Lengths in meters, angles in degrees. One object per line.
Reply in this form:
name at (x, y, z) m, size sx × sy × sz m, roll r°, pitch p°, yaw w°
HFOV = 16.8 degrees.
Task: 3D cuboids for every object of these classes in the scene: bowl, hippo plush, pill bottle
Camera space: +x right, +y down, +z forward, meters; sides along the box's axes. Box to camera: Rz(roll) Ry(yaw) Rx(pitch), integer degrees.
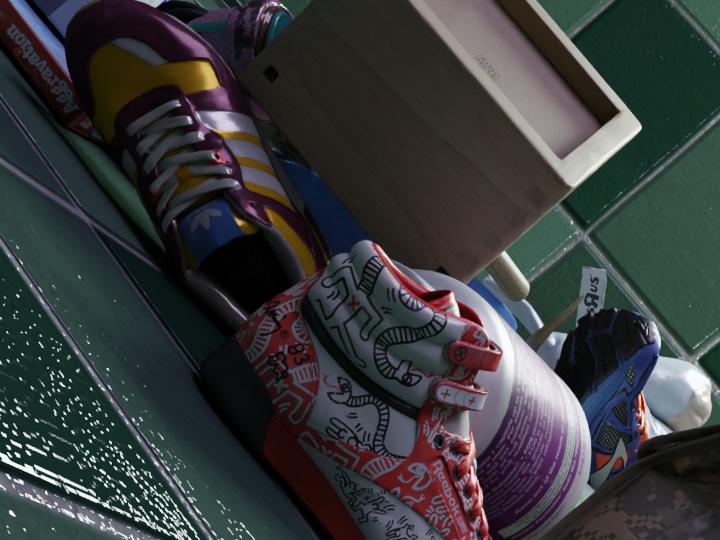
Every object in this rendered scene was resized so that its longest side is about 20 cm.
bowl at (0.000, 0.000, 1.462) m, size 0.200 × 0.040 × 0.201 m, roll 31°, pitch -9°, yaw 6°
hippo plush at (0.177, 0.113, 1.653) m, size 0.161 × 0.158 × 0.202 m, roll -117°, pitch -157°, yaw -73°
pill bottle at (0.034, 0.066, 1.190) m, size 0.112 × 0.112 × 0.200 m, roll 52°, pitch 4°, yaw 30°

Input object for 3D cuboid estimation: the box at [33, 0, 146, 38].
box at (-0.137, -0.136, 1.387) m, size 0.200 × 0.041 × 0.156 m, roll 49°, pitch 5°, yaw -14°

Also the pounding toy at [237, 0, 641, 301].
pounding toy at (0.048, -0.070, 1.304) m, size 0.184 × 0.142 × 0.200 m, roll 49°, pitch 25°, yaw 2°

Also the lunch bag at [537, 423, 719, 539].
lunch bag at (0.173, 0.166, 1.177) m, size 0.164 × 0.200 × 0.118 m, roll 44°, pitch 7°, yaw -46°

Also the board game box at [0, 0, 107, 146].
board game box at (-0.156, -0.108, 1.344) m, size 0.103 × 0.019 × 0.200 m, roll 53°, pitch 5°, yaw 11°

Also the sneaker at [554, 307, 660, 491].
sneaker at (0.153, 0.094, 1.495) m, size 0.201 × 0.078 × 0.076 m, roll 107°, pitch -9°, yaw -51°

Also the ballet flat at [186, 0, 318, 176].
ballet flat at (-0.044, -0.100, 1.378) m, size 0.071 × 0.070 × 0.200 m, roll 9°, pitch -15°, yaw 25°

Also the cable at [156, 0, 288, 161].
cable at (-0.077, -0.100, 1.531) m, size 0.199 × 0.051 × 0.164 m, roll 25°, pitch -24°, yaw 41°

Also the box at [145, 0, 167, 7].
box at (-0.201, -0.267, 1.687) m, size 0.184 × 0.105 × 0.200 m, roll 49°, pitch 5°, yaw 2°

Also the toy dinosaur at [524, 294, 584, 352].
toy dinosaur at (0.084, 0.087, 1.510) m, size 0.058 × 0.102 × 0.200 m, roll 14°, pitch -28°, yaw -3°

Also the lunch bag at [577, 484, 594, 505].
lunch bag at (0.104, 0.155, 1.376) m, size 0.160 × 0.077 × 0.200 m, roll 46°, pitch 5°, yaw -25°

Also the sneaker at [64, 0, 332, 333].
sneaker at (-0.078, -0.047, 1.204) m, size 0.200 × 0.075 × 0.090 m, roll 52°, pitch 12°, yaw -11°

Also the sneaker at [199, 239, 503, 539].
sneaker at (0.033, 0.083, 1.052) m, size 0.202 × 0.108 × 0.067 m, roll 50°, pitch 4°, yaw -7°
